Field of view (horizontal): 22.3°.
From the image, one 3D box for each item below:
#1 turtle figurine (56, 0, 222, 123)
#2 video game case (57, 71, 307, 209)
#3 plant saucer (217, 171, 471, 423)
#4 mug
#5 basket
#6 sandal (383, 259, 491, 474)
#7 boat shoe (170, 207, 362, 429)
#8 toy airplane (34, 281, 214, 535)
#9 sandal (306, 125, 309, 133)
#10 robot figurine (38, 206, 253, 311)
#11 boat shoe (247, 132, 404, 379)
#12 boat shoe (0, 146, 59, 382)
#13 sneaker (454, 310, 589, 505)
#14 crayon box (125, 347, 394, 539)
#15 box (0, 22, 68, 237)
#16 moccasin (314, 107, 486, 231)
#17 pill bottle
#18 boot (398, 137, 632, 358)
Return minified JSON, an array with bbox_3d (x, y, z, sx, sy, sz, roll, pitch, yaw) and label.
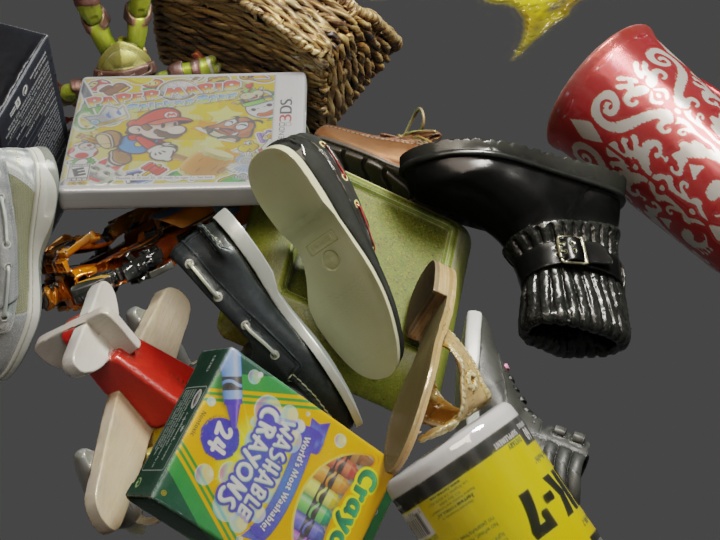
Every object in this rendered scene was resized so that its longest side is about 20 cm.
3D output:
[{"bbox_3d":[-0.221,-0.187,1.634,0.198,0.163,0.065,-6,26,7],"label":"turtle figurine"},{"bbox_3d":[-0.145,-0.112,1.534,0.198,0.023,0.183,-2,36,0],"label":"video game case"},{"bbox_3d":[0.000,0.000,1.512,0.198,0.048,0.201,24,54,-13],"label":"plant saucer"},{"bbox_3d":[0.292,-0.112,1.593,0.177,0.134,0.200,-36,64,-21],"label":"mug"},{"bbox_3d":[-0.075,-0.244,1.680,0.199,0.143,0.149,27,58,20],"label":"basket"},{"bbox_3d":[0.071,0.079,1.411,0.069,0.078,0.213,23,41,-11],"label":"sandal"},{"bbox_3d":[-0.071,0.049,1.408,0.060,0.076,0.201,-35,96,-5],"label":"boat shoe"},{"bbox_3d":[-0.171,0.108,1.426,0.199,0.141,0.200,-8,60,-47],"label":"toy airplane"},{"bbox_3d":[-0.146,-0.120,1.634,0.199,0.080,0.058,-2,55,-12],"label":"sandal"},{"bbox_3d":[-0.187,-0.024,1.538,0.199,0.145,0.059,-28,101,-28],"label":"robot figurine"},{"bbox_3d":[-0.015,-0.013,1.426,0.063,0.073,0.203,-34,98,-55],"label":"boat shoe"},{"bbox_3d":[-0.294,-0.005,1.482,0.064,0.204,0.074,2,27,-32],"label":"boat shoe"},{"bbox_3d":[0.129,0.124,1.460,0.098,0.071,0.202,-2,60,-4],"label":"sneaker"},{"bbox_3d":[-0.058,0.163,1.355,0.199,0.051,0.126,37,67,-23],"label":"crayon box"},{"bbox_3d":[-0.335,-0.115,1.552,0.147,0.201,0.105,15,55,12],"label":"box"},{"bbox_3d":[0.055,-0.093,1.611,0.199,0.074,0.078,11,53,7],"label":"moccasin"},{"bbox_3d":[0.117,0.208,1.333,0.114,0.114,0.201,-32,85,-21],"label":"pill bottle"},{"bbox_3d":[0.129,-0.018,1.513,0.209,0.079,0.159,10,69,-10],"label":"boot"}]
